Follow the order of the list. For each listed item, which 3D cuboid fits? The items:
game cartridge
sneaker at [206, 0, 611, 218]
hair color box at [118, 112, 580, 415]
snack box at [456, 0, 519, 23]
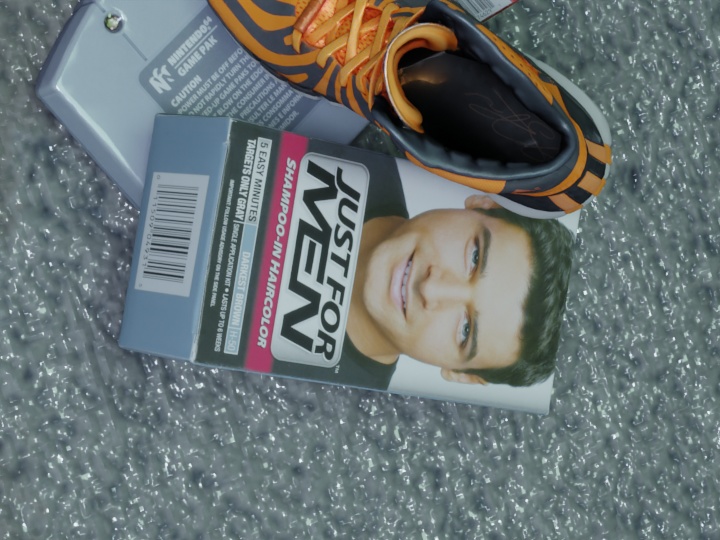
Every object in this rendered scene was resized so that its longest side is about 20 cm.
[{"bbox_3d":[-0.046,-0.109,0.936,0.200,0.040,0.134,-48,110,-24],"label":"game cartridge"},{"bbox_3d":[0.011,-0.093,0.842,0.199,0.112,0.078,30,94,15],"label":"sneaker"},{"bbox_3d":[0.000,0.000,0.906,0.199,0.060,0.100,11,88,-39],"label":"hair color box"},{"bbox_3d":[0.024,-0.228,0.939,0.200,0.067,0.169,48,45,-15],"label":"snack box"}]
